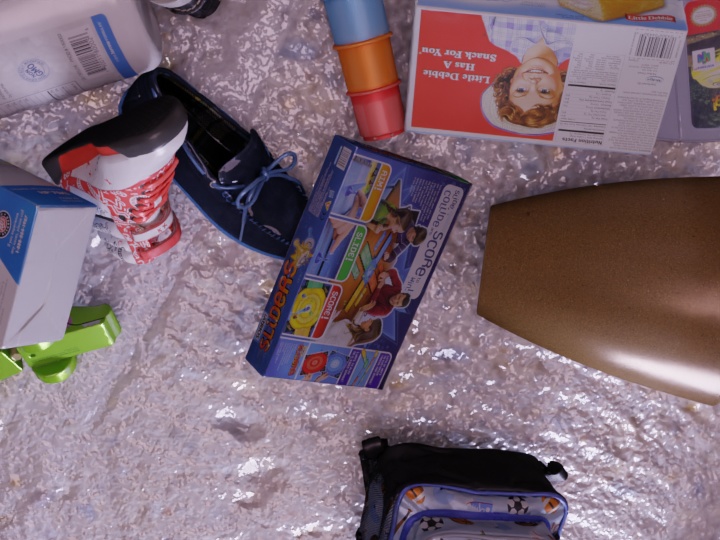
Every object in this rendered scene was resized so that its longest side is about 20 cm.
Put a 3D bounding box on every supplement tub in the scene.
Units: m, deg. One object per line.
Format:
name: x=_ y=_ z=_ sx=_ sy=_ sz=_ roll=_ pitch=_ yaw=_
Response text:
supplement tub: x=-0.260 y=-0.185 z=0.739 sx=0.199 sy=0.132 sz=0.132 roll=-17 pitch=106 yaw=0

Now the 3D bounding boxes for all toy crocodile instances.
toy crocodile: x=-0.303 y=0.066 z=0.844 sx=0.199 sy=0.062 sz=0.068 roll=-18 pitch=146 yaw=-2

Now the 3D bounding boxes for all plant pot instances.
plant pot: x=0.200 y=0.004 z=0.825 sx=0.199 sy=0.186 sz=0.187 roll=8 pitch=105 yaw=8

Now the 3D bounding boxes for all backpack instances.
backpack: x=0.084 y=0.262 z=0.885 sx=0.199 sy=0.154 sz=0.191 roll=9 pitch=114 yaw=-11

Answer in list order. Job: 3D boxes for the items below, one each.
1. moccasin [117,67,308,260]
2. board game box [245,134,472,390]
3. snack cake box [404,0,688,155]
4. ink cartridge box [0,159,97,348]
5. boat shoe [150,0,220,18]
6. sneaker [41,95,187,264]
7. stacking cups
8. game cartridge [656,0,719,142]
moccasin: x=-0.106 y=-0.080 z=0.800 sx=0.200 sy=0.081 sz=0.068 roll=36 pitch=144 yaw=-15
board game box: x=0.000 y=0.000 z=0.831 sx=0.135 sy=0.034 sz=0.201 roll=13 pitch=106 yaw=-41
snack cake box: x=0.138 y=-0.162 z=0.776 sx=0.199 sy=0.067 sz=0.115 roll=6 pitch=136 yaw=3
ink cartridge box: x=-0.313 y=-0.033 z=0.782 sx=0.199 sy=0.067 sz=0.117 roll=25 pitch=104 yaw=23
boat shoe: x=-0.134 y=-0.292 z=0.755 sx=0.074 sy=0.060 sz=0.201 roll=-8 pitch=86 yaw=19
sneaker: x=-0.163 y=-0.064 z=0.762 sx=0.067 sy=0.201 sz=0.108 roll=-46 pitch=114 yaw=-30
stacking cups: x=0.001 y=-0.205 z=0.796 sx=0.060 sy=0.061 sz=0.201 roll=-17 pitch=108 yaw=0
game cartridge: x=0.316 y=-0.179 z=0.844 sx=0.199 sy=0.041 sz=0.134 roll=-11 pitch=110 yaw=-2
